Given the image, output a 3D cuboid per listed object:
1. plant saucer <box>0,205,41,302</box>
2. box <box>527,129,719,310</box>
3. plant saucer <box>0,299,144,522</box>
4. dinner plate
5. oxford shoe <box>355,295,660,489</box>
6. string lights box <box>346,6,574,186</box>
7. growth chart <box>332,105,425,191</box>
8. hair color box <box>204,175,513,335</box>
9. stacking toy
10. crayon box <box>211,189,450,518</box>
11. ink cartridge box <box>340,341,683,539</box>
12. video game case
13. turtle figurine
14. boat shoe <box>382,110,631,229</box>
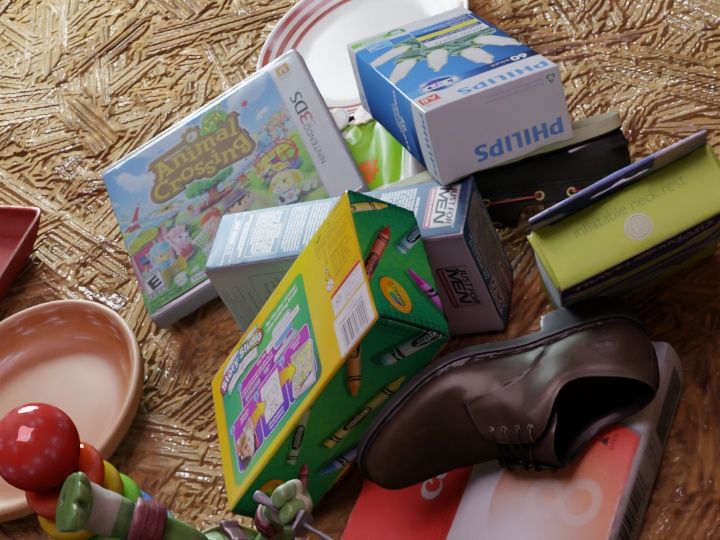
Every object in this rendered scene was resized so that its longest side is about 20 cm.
[{"bbox_3d":[-0.388,0.028,1.358,0.199,0.037,0.201,4,52,31],"label":"plant saucer"},{"bbox_3d":[0.170,-0.021,0.987,0.122,0.200,0.048,-28,78,3],"label":"box"},{"bbox_3d":[-0.252,0.111,1.206,0.199,0.038,0.201,-15,46,16],"label":"plant saucer"},{"bbox_3d":[0.003,-0.197,1.359,0.199,0.024,0.201,-15,45,15],"label":"dinner plate"},{"bbox_3d":[0.088,0.090,0.953,0.199,0.073,0.085,-28,40,11],"label":"oxford shoe"},{"bbox_3d":[0.069,-0.133,1.149,0.102,0.059,0.200,-20,25,-9],"label":"string lights box"},{"bbox_3d":[-0.033,-0.072,1.254,0.199,0.018,0.145,-20,52,17],"label":"growth chart"},{"bbox_3d":[0.000,0.000,1.124,0.199,0.100,0.061,-7,44,23],"label":"hair color box"},{"bbox_3d":[-0.171,0.158,1.000,0.085,0.200,0.086,-15,46,16],"label":"stacking toy"},{"bbox_3d":[-0.026,0.061,1.037,0.200,0.058,0.119,-54,33,32],"label":"crayon box"},{"bbox_3d":[0.093,0.113,1.008,0.199,0.050,0.163,5,53,28],"label":"ink cartridge box"},{"bbox_3d":[-0.106,-0.070,1.267,0.199,0.022,0.182,-32,49,7],"label":"video game case"},{"bbox_3d":[-0.084,0.193,0.922,0.200,0.193,0.144,-106,36,-54],"label":"turtle figurine"},{"bbox_3d":[0.099,-0.058,1.134,0.200,0.063,0.074,-15,10,6],"label":"boat shoe"}]
